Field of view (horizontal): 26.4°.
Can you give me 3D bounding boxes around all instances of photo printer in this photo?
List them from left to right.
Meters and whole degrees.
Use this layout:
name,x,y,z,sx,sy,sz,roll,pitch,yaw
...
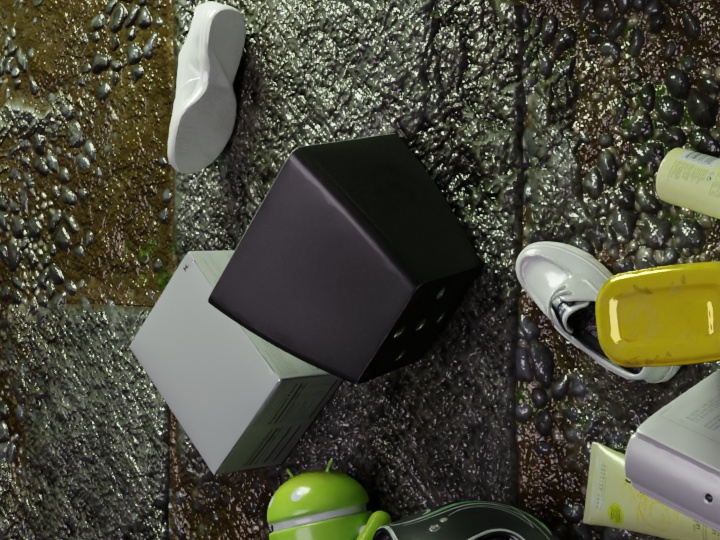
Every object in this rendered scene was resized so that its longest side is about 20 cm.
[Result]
name,x,y,z,sx,sy,sz,roll,pitch,yaw
photo printer,0.346,0.164,1.274,0.199,0.166,0.070,24,126,38

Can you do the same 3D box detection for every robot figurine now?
name,x,y,z,sx,sy,sz,roll,pitch,yaw
robot figurine,-0.035,0.305,1.645,0.175,0.115,0.202,-20,78,42

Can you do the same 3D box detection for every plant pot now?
name,x,y,z,sx,sy,sz,roll,pitch,yaw
plant pot,0.000,0.000,1.566,0.177,0.199,0.201,43,118,20

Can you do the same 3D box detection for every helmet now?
name,x,y,z,sx,sy,sz,roll,pitch,yaw
helmet,0.113,0.312,1.466,0.200,0.189,0.202,180,90,-77

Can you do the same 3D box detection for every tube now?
name,x,y,z,sx,sy,sz,roll,pitch,yaw
tube,0.285,0.216,1.396,0.199,0.052,0.058,12,56,45
tube,0.351,-0.058,1.333,0.199,0.052,0.059,21,99,40

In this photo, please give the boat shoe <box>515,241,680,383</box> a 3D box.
name,x,y,z,sx,sy,sz,roll,pitch,yaw
boat shoe,0.211,0.040,1.450,0.200,0.068,0.072,47,120,30

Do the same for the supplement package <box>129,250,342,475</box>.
name,x,y,z,sx,sy,sz,roll,pitch,yaw
supplement package,-0.142,0.101,1.738,0.200,0.110,0.156,52,122,28

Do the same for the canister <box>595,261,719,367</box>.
name,x,y,z,sx,sy,sz,roll,pitch,yaw
canister,0.305,0.035,1.279,0.148,0.199,0.087,-8,85,41

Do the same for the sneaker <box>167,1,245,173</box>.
name,x,y,z,sx,sy,sz,roll,pitch,yaw
sneaker,-0.190,-0.216,1.810,0.088,0.075,0.202,26,103,51
